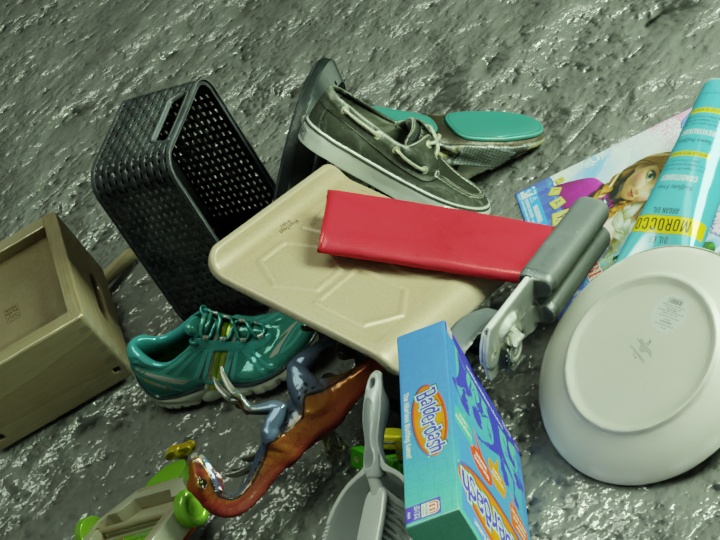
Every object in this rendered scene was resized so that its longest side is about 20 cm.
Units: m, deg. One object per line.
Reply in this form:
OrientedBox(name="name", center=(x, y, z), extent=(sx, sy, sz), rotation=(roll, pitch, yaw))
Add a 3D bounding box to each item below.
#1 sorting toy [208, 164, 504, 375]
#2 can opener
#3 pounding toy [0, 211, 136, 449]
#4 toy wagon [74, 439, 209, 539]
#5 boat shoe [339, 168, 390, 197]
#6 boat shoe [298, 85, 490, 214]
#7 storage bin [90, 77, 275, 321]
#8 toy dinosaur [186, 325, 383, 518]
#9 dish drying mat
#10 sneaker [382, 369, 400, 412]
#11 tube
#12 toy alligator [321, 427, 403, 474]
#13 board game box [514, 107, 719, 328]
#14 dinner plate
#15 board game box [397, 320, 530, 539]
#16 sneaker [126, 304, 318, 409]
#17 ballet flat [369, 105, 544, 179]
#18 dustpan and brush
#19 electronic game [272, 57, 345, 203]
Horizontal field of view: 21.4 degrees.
OrientedBox(name="sorting toy", center=(0.000, 0.000, 1.597), extent=(0.199, 0.037, 0.185), rotation=(29, 44, 23))
OrientedBox(name="can opener", center=(0.132, 0.010, 1.524), extent=(0.066, 0.054, 0.200), rotation=(14, 44, 28))
OrientedBox(name="pounding toy", center=(-0.312, 0.049, 1.888), extent=(0.183, 0.143, 0.201), rotation=(-29, 45, 5))
OrientedBox(name="toy wagon", center=(-0.190, 0.222, 1.607), extent=(0.154, 0.040, 0.200), rotation=(-20, 23, 43))
OrientedBox(name="boat shoe", center=(0.003, -0.061, 1.817), extent=(0.074, 0.063, 0.200), rotation=(-18, 22, 23))
OrientedBox(name="boat shoe", center=(0.042, -0.102, 1.715), extent=(0.064, 0.199, 0.071), rotation=(-57, 24, 19))
OrientedBox(name="storage bin", center=(-0.158, -0.066, 1.822), extent=(0.093, 0.201, 0.136), rotation=(-11, 39, 26))
OrientedBox(name="toy dinosaur", center=(-0.060, 0.121, 1.556), extent=(0.199, 0.105, 0.183), rotation=(-9, 47, 43))
OrientedBox(name="dish drying mat", center=(0.065, -0.025, 1.597), extent=(0.198, 0.018, 0.077), rotation=(9, 40, -1))
OrientedBox(name="sneaker", center=(0.027, 0.034, 1.654), extent=(0.074, 0.088, 0.201), rotation=(-22, 35, 14))
OrientedBox(name="tube", center=(0.268, -0.065, 1.555), extent=(0.077, 0.050, 0.201), rotation=(0, 54, 46))
OrientedBox(name="toy alligator", center=(0.032, 0.157, 1.536), extent=(0.054, 0.060, 0.200), rotation=(-2, 9, -25))
OrientedBox(name="board game box", center=(0.244, -0.040, 1.614), extent=(0.198, 0.041, 0.201), rotation=(-26, 36, 9))
OrientedBox(name="dinner plate", center=(0.220, 0.067, 1.465), extent=(0.199, 0.024, 0.202), rotation=(-20, 53, 28))
OrientedBox(name="board game box", center=(0.079, 0.159, 1.403), extent=(0.045, 0.153, 0.201), rotation=(-20, 37, 15))
OrientedBox(name="sneaker", center=(-0.123, 0.070, 1.735), extent=(0.198, 0.080, 0.078), rotation=(-18, 36, 19))
OrientedBox(name="ballet flat", center=(0.075, -0.117, 1.800), extent=(0.198, 0.073, 0.072), rotation=(2, 31, -17))
OrientedBox(name="dustpan and brush", center=(0.015, 0.177, 1.431), extent=(0.139, 0.057, 0.202), rotation=(-19, 54, 46))
OrientedBox(name="electronic game", center=(-0.053, -0.103, 1.811), extent=(0.041, 0.201, 0.201), rotation=(14, 47, 6))
